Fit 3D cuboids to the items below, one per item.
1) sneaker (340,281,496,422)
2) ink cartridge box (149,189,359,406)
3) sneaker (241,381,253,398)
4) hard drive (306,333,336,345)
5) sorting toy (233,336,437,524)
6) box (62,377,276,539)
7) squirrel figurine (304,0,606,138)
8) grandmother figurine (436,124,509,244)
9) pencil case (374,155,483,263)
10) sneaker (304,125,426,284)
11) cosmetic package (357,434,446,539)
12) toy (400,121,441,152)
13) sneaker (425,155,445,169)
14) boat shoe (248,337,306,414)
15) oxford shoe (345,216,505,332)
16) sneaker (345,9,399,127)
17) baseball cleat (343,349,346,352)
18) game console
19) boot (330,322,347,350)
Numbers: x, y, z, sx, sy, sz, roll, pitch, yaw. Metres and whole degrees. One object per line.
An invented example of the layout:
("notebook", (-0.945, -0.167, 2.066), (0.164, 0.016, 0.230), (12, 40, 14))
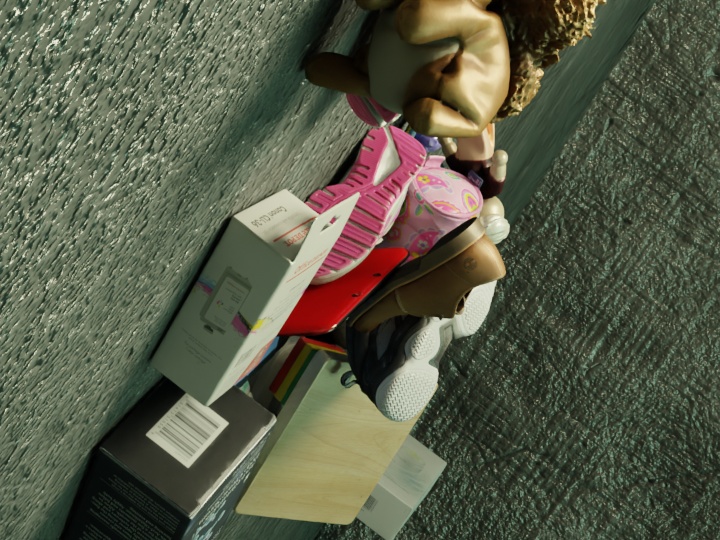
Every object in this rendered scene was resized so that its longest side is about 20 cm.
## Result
("sneaker", (0.052, 0.050, 1.613), (0.075, 0.113, 0.201), (41, 78, -42))
("ink cartridge box", (-0.089, 0.006, 1.345), (0.201, 0.067, 0.116), (-57, 172, 23))
("sneaker", (-0.140, 0.147, 1.632), (0.089, 0.075, 0.200), (-58, -176, -14))
("hard drive", (-0.081, 0.128, 1.858), (0.201, 0.033, 0.140), (-59, -169, 30))
("sorting toy", (-0.042, 0.173, 1.732), (0.199, 0.070, 0.200), (17, 109, -50))
("box", (-0.183, 0.207, 1.462), (0.149, 0.107, 0.201), (-48, 170, -45))
("squirrel figurine", (0.082, -0.207, 1.180), (0.198, 0.141, 0.189), (0, 112, -38))
("grandmother figurine", (0.122, -0.120, 1.650), (0.060, 0.203, 0.121), (-15, -160, -13))
("pencil case", (0.055, -0.023, 1.653), (0.087, 0.087, 0.201), (-45, 167, -50))
("sneaker", (-0.006, -0.050, 1.552), (0.200, 0.081, 0.089), (-49, 168, -35))
("cosmetic package", (0.052, 0.449, 3.457), (0.124, 0.198, 0.200), (-59, 171, 34))
("toy", (0.097, -0.182, 1.735), (0.201, 0.047, 0.115), (-56, 171, 2))
("sneaker", (0.034, -0.078, 1.753), (0.077, 0.071, 0.200), (-14, 170, -17))
("boat shoe", (-0.117, 0.147, 1.766), (0.202, 0.071, 0.069), (-65, -155, 21))
("oxford shoe", (0.060, 0.024, 1.526), (0.199, 0.072, 0.071), (-31, -170, 44))
("sneaker", (0.057, -0.214, 1.305), (0.201, 0.073, 0.088), (-59, 175, 34))
("baseball cleat", (0.032, 0.069, 2.347), (0.199, 0.070, 0.107), (-30, 163, -49))
("game console", (-0.058, 0.061, 1.538), (0.200, 0.118, 0.174), (-42, 154, -56))
("boot", (0.000, 0.000, 1.802), (0.146, 0.069, 0.202), (56, 30, -56))
